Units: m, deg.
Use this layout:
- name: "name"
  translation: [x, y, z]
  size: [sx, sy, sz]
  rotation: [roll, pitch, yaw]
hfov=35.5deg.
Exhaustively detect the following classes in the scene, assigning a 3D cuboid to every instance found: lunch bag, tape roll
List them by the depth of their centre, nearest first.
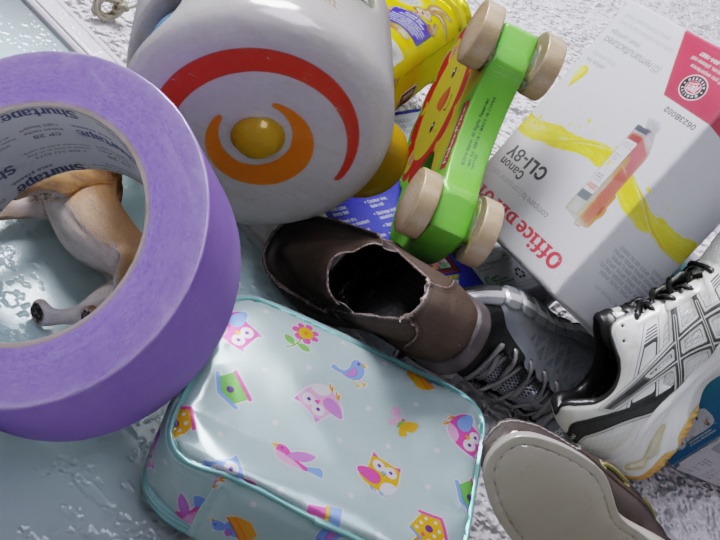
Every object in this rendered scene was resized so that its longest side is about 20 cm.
- name: "tape roll"
  translation: [-0.171, -0.013, 0.624]
  size: [0.197, 0.085, 0.202]
  rotation: [-2, 70, 5]
- name: "lunch bag"
  translation: [-0.021, 0.110, 0.689]
  size: [0.198, 0.077, 0.161]
  rotation: [27, 40, -8]

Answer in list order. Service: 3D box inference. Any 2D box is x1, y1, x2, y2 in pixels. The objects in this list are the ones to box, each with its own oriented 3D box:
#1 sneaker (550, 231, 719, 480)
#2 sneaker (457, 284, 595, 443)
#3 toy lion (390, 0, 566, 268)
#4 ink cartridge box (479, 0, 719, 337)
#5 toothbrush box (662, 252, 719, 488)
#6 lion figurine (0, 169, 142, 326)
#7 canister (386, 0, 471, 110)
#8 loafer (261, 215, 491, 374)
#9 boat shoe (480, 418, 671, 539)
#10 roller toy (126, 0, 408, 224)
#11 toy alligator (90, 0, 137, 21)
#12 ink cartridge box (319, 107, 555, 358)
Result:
- name: "sneaker"
  translation: [0.203, 0.038, 0.746]
  size: [0.087, 0.201, 0.076]
  rotation: [32, 0, -7]
- name: "sneaker"
  translation: [0.123, 0.084, 0.793]
  size: [0.199, 0.075, 0.116]
  rotation: [16, 48, -39]
- name: "toy lion"
  translation: [0.068, -0.099, 0.831]
  size: [0.068, 0.192, 0.202]
  rotation: [23, 80, -11]
- name: "ink cartridge box"
  translation: [0.186, -0.073, 0.810]
  size: [0.083, 0.200, 0.145]
  rotation: [35, 10, -40]
- name: "toothbrush box"
  translation: [0.248, 0.056, 0.870]
  size: [0.146, 0.085, 0.201]
  rotation: [28, 31, -51]
- name: "lion figurine"
  translation: [-0.171, -0.026, 0.739]
  size: [0.122, 0.072, 0.201]
  rotation: [-18, 73, -47]
- name: "canister"
  translation: [-0.008, -0.190, 0.948]
  size: [0.147, 0.087, 0.200]
  rotation: [22, 33, 16]
- name: "loafer"
  translation: [0.000, 0.000, 0.749]
  size: [0.199, 0.073, 0.071]
  rotation: [21, -17, 43]
- name: "boat shoe"
  translation: [0.139, 0.150, 0.727]
  size: [0.200, 0.072, 0.060]
  rotation: [39, 17, -30]
- name: "roller toy"
  translation: [-0.067, -0.127, 0.764]
  size: [0.180, 0.201, 0.141]
  rotation: [-9, 47, 8]
- name: "toy alligator"
  translation: [-0.122, -0.234, 0.936]
  size: [0.198, 0.060, 0.054]
  rotation: [-23, 50, -17]
- name: "ink cartridge box"
  translation: [0.043, -0.037, 0.901]
  size: [0.196, 0.047, 0.201]
  rotation: [-15, 58, -40]
